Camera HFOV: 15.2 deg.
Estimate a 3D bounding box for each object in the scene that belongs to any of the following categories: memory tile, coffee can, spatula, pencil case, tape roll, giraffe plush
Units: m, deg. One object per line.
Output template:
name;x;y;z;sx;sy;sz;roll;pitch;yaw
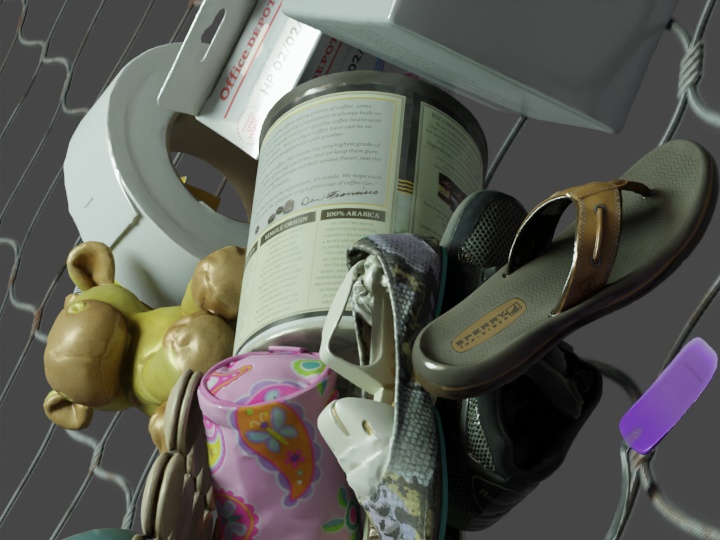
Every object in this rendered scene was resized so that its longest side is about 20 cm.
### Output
memory tile;-0.108;0.150;1.591;0.200;0.017;0.154;80;-159;-72
coffee can;0.000;0.000;1.647;0.146;0.146;0.200;-46;28;44
spatula;0.127;0.125;1.371;0.201;0.020;0.057;-65;14;8
pencil case;-0.036;0.144;1.549;0.087;0.087;0.201;-126;23;-67
tape roll;-0.106;-0.060;1.903;0.071;0.202;0.203;-44;30;44
giraffe plush;-0.138;0.055;1.792;0.200;0.162;0.173;66;-138;-68

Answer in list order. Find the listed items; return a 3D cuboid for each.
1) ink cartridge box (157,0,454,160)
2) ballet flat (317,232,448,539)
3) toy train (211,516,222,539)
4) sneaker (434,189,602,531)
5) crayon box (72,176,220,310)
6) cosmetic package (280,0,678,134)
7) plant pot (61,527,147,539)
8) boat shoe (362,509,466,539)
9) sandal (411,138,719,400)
ink cartridge box;-0.028;-0.126;1.775;0.068;0.200;0.115;35;105;36
ballet flat;0.009;0.068;1.478;0.072;0.072;0.201;-40;41;51
toy train;-0.083;0.237;1.661;0.150;0.055;0.201;94;-175;-63
sneaker;0.089;0.036;1.494;0.114;0.076;0.200;-36;39;52
crayon box;-0.178;-0.008;2.251;0.200;0.051;0.127;-2;66;69
cosmetic package;0.081;-0.195;1.624;0.168;0.166;0.200;-67;21;-2
plant pot;-0.169;0.288;1.752;0.135;0.200;0.200;42;112;30
boat shoe;0.030;0.180;1.517;0.076;0.071;0.201;88;-171;-61
sandal;0.105;-0.010;1.421;0.200;0.055;0.082;-33;34;-7
